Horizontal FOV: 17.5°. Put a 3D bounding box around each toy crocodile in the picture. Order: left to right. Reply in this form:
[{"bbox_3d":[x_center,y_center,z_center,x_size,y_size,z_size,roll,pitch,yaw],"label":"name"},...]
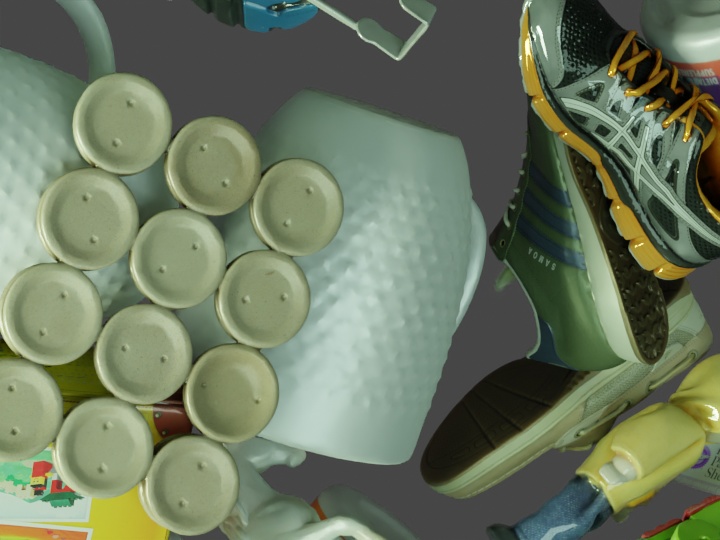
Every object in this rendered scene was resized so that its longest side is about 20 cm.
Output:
[{"bbox_3d":[0.211,0.165,1.407,0.200,0.062,0.068,-20,141,-37],"label":"toy crocodile"}]

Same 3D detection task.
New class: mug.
[{"bbox_3d":[-0.186,-0.065,1.198,0.175,0.148,0.200,13,77,-30],"label":"mug"},{"bbox_3d":[0.000,0.000,1.291,0.200,0.148,0.175,10,101,-53],"label":"mug"}]

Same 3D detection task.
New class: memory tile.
[{"bbox_3d":[-0.099,0.018,1.149,0.153,0.017,0.200,24,81,-22],"label":"memory tile"}]

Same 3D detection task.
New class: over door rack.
[{"bbox_3d":[-0.039,-0.190,1.156,0.200,0.148,0.067,24,145,2],"label":"over door rack"}]

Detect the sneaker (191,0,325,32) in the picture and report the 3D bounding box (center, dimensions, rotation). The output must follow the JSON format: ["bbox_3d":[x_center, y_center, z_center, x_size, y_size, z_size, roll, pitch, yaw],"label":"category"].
[{"bbox_3d":[-0.111,-0.186,1.206,0.200,0.073,0.082,16,63,-29],"label":"sneaker"}]

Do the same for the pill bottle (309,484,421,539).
[{"bbox_3d":[-0.039,0.235,1.398,0.110,0.110,0.200,37,96,-30],"label":"pill bottle"}]

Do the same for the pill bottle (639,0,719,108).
[{"bbox_3d":[0.249,-0.090,1.360,0.111,0.111,0.200,-34,120,-4],"label":"pill bottle"}]

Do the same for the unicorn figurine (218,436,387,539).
[{"bbox_3d":[-0.036,0.168,1.310,0.137,0.074,0.200,14,84,17],"label":"unicorn figurine"}]

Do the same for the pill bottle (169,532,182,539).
[{"bbox_3d":[-0.201,0.192,1.307,0.200,0.110,0.110,5,111,-23],"label":"pill bottle"}]

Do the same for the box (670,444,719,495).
[{"bbox_3d":[0.276,0.135,1.515,0.200,0.039,0.041,19,105,-27],"label":"box"}]

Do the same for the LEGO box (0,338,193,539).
[{"bbox_3d":[-0.197,0.114,1.180,0.200,0.077,0.149,7,107,-23],"label":"LEGO box"}]

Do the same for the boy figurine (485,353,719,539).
[{"bbox_3d":[0.168,0.124,1.411,0.200,0.064,0.124,-34,162,-9],"label":"boy figurine"}]

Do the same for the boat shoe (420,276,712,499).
[{"bbox_3d":[0.128,0.080,1.417,0.200,0.072,0.065,-38,120,-8],"label":"boat shoe"}]

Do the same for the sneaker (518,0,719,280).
[{"bbox_3d":[0.158,-0.086,1.295,0.200,0.077,0.078,53,47,-23],"label":"sneaker"}]

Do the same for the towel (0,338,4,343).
[{"bbox_3d":[-0.250,0.067,1.243,0.200,0.022,0.145,9,149,-24],"label":"towel"}]

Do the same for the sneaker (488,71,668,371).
[{"bbox_3d":[0.108,-0.035,1.355,0.067,0.090,0.200,-23,98,-54],"label":"sneaker"}]
